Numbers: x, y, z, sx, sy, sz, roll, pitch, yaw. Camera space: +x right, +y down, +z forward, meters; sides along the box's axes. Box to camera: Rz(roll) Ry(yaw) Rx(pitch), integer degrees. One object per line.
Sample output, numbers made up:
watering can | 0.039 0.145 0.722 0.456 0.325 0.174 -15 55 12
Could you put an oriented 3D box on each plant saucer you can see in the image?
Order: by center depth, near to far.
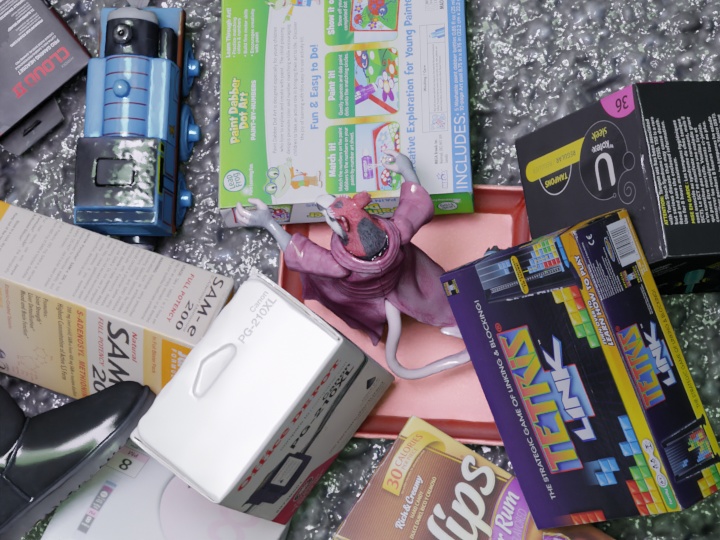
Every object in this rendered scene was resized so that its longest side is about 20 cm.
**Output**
plant saucer | 0.034 0.032 1.539 0.198 0.037 0.201 3 83 8

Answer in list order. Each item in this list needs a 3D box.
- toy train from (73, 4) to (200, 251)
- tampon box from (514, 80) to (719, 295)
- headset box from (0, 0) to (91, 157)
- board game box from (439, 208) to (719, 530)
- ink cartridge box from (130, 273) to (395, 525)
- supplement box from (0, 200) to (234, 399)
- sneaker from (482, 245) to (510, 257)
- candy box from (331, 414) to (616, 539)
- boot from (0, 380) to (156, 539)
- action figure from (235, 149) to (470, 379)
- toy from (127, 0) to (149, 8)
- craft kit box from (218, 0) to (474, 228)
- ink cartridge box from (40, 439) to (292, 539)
toy train | -0.174 -0.115 1.546 0.086 0.114 0.201 2 83 7
tampon box | 0.239 -0.057 1.424 0.199 0.150 0.127 -3 79 -32
headset box | -0.318 -0.183 1.568 0.148 0.075 0.200 -38 102 0
board game box | 0.152 0.073 1.368 0.057 0.165 0.201 -22 90 -34
ink cartridge box | -0.065 0.097 1.420 0.084 0.200 0.145 37 88 16
supplement box | -0.201 0.040 1.515 0.199 0.126 0.074 18 51 10
sneaker | 0.161 0.060 1.479 0.200 0.072 0.073 43 72 -8
candy box | 0.089 0.210 1.448 0.199 0.057 0.117 31 65 8
boot | -0.273 0.082 1.452 0.165 0.066 0.200 -43 101 -3
action figure | 0.000 0.000 1.426 0.133 0.200 0.150 -24 74 -1
toy | -0.208 -0.318 1.593 0.047 0.115 0.200 -34 80 -27
craft kit box | -0.012 -0.137 1.543 0.196 0.049 0.201 -2 69 4
ink cartridge box | -0.163 0.224 1.474 0.162 0.200 0.057 24 129 10
